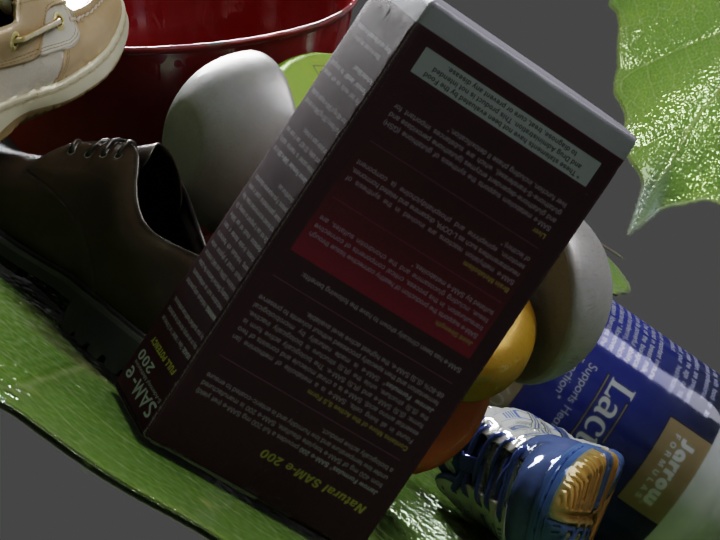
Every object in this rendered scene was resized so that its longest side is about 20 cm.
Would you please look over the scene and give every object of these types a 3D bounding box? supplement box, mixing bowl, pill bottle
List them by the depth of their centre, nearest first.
[{"bbox_3d":[0.005,-0.002,1.115,0.109,0.201,0.061,32,6,-25],"label":"supplement box"},{"bbox_3d":[-0.097,-0.080,1.380,0.199,0.109,0.200,-2,19,1],"label":"mixing bowl"},{"bbox_3d":[0.132,0.084,1.501,0.199,0.116,0.116,34,7,-7],"label":"pill bottle"}]

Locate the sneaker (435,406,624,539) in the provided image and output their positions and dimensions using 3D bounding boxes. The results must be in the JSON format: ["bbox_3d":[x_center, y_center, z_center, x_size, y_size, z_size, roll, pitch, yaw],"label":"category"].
[{"bbox_3d":[0.070,0.103,1.329,0.088,0.076,0.200,24,-1,6],"label":"sneaker"}]

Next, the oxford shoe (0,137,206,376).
[{"bbox_3d":[-0.114,-0.026,1.206,0.200,0.085,0.073,37,9,29],"label":"oxford shoe"}]

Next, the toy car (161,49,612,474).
[{"bbox_3d":[0.000,0.000,1.266,0.174,0.150,0.201,-2,50,-30],"label":"toy car"}]

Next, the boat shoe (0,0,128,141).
[{"bbox_3d":[-0.158,-0.101,1.205,0.073,0.070,0.200,4,26,21],"label":"boat shoe"}]

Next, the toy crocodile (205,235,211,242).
[{"bbox_3d":[-0.052,-0.011,1.524,0.199,0.062,0.067,30,-24,-22],"label":"toy crocodile"}]
